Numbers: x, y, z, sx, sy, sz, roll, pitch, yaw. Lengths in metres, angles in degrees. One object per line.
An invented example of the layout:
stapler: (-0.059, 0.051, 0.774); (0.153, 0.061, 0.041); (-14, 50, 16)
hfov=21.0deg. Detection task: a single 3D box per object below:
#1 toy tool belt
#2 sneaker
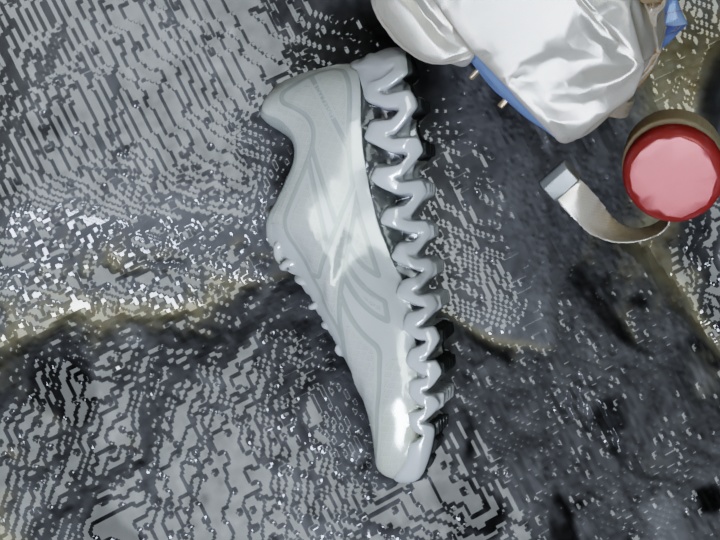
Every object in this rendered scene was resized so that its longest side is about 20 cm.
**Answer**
toy tool belt: (0.099, -0.119, 0.915); (0.200, 0.123, 0.125); (45, 114, -8)
sneaker: (0.000, 0.000, 0.905); (0.081, 0.075, 0.200); (-7, 85, 6)
